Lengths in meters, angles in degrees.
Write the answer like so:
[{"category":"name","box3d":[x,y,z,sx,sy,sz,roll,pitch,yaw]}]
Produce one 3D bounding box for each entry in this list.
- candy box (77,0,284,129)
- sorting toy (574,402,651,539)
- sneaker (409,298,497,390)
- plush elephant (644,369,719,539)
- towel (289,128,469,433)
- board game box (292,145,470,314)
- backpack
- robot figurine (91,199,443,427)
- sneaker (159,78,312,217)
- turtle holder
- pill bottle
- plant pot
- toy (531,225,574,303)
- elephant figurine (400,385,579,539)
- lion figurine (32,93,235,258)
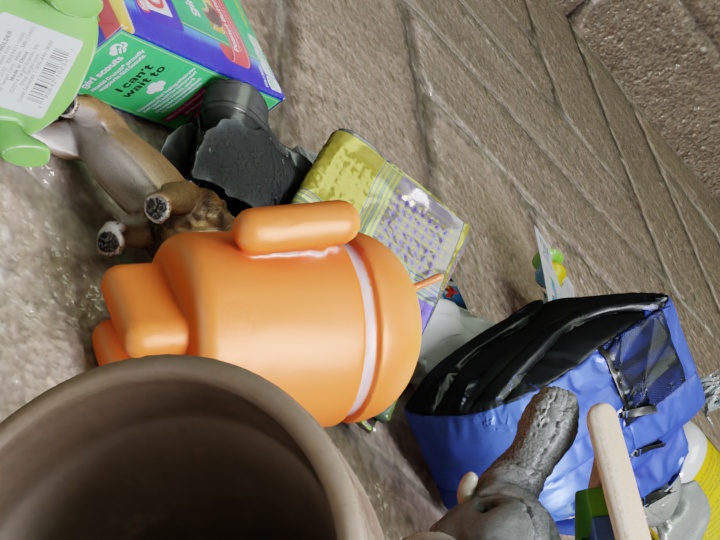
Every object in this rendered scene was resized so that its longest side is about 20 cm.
[{"category":"candy box","box3d":[-0.164,-0.196,0.936,0.199,0.077,0.170,11,48,-59]},{"category":"sorting toy","box3d":[0.141,0.204,0.712,0.201,0.036,0.186,83,0,-46]},{"category":"sneaker","box3d":[0.058,0.075,1.037,0.199,0.075,0.090,17,67,-50]},{"category":"plush elephant","box3d":[0.236,0.175,1.152,0.165,0.199,0.155,53,39,-23]},{"category":"towel","box3d":[0.000,0.000,0.942,0.143,0.023,0.201,40,53,-16]},{"category":"board game box","box3d":[0.014,-0.024,1.118,0.199,0.034,0.127,23,37,-53]},{"category":"backpack","box3d":[0.148,0.118,0.967,0.199,0.162,0.170,-25,94,-36]},{"category":"robot figurine","box3d":[-0.050,0.036,0.735,0.198,0.116,0.146,-2,90,-26]},{"category":"sneaker","box3d":[-0.085,-0.061,0.931,0.200,0.059,0.105,57,35,-57]},{"category":"turtle holder","box3d":[-0.235,-0.136,0.659,0.184,0.142,0.132,-13,45,-25]},{"category":"pill bottle","box3d":[0.328,0.223,1.319,0.200,0.111,0.112,47,23,-19]},{"category":"plant pot","box3d":[-0.062,0.159,0.519,0.175,0.198,0.202,54,14,-53]},{"category":"toy","box3d":[0.204,0.063,1.365,0.115,0.047,0.202,52,29,-41]},{"category":"elephant figurine","box3d":[0.055,0.179,0.674,0.156,0.200,0.141,56,22,21]},{"category":"lion figurine","box3d":[-0.146,-0.060,0.791,0.201,0.072,0.122,53,14,6]}]
